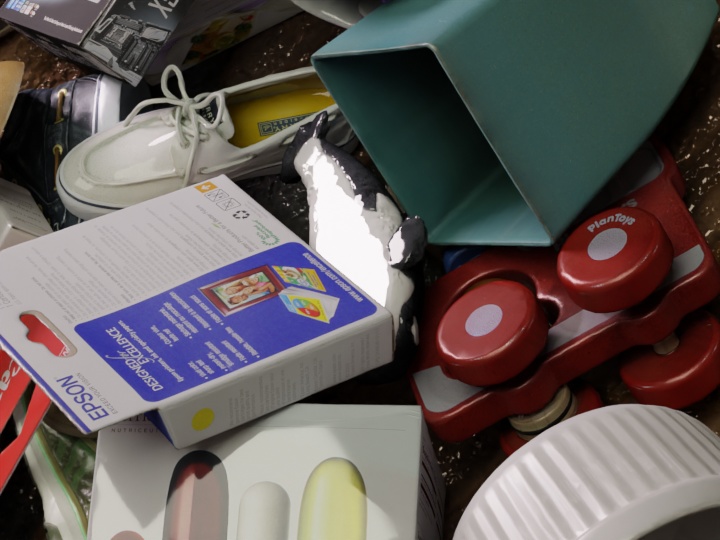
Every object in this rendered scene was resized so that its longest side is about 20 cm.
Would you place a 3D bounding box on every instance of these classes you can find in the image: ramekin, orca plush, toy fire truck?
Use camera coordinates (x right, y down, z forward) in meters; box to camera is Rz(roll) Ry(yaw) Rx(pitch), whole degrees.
[{"bbox_3d":[0.141,0.166,1.532,0.200,0.200,0.105,-39,48,3],"label":"ramekin"},{"bbox_3d":[0.000,0.000,1.706,0.105,0.071,0.200,-44,44,7],"label":"orca plush"},{"bbox_3d":[0.117,0.016,1.668,0.200,0.112,0.168,-30,35,8],"label":"toy fire truck"}]

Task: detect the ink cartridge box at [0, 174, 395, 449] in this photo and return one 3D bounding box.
[{"bbox_3d":[-0.114,0.028,1.619,0.199,0.047,0.198,-22,38,-24],"label":"ink cartridge box"}]

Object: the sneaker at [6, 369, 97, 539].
[{"bbox_3d":[-0.160,0.123,1.758,0.088,0.077,0.201,-20,65,-2],"label":"sneaker"}]

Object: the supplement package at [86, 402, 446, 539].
[{"bbox_3d":[-0.054,0.191,1.605,0.190,0.147,0.201,0,67,8],"label":"supplement package"}]

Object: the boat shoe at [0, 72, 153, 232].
[{"bbox_3d":[-0.189,-0.037,1.836,0.091,0.071,0.201,-10,58,21],"label":"boat shoe"}]

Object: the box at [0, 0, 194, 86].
[{"bbox_3d":[-0.151,-0.208,1.840,0.158,0.050,0.200,-56,24,-3],"label":"box"}]

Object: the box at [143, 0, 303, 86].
[{"bbox_3d":[-0.065,-0.186,1.862,0.199,0.039,0.042,-26,60,11],"label":"box"}]

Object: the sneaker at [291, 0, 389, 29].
[{"bbox_3d":[0.047,-0.191,1.763,0.199,0.073,0.115,-2,44,1],"label":"sneaker"}]

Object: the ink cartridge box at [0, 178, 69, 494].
[{"bbox_3d":[-0.249,0.060,1.758,0.200,0.045,0.176,-60,32,12],"label":"ink cartridge box"}]

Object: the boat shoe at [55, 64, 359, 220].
[{"bbox_3d":[-0.095,-0.089,1.765,0.201,0.086,0.075,-12,61,-8],"label":"boat shoe"}]

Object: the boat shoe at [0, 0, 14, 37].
[{"bbox_3d":[-0.233,-0.252,1.943,0.074,0.073,0.200,26,79,30],"label":"boat shoe"}]

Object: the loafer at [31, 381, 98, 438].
[{"bbox_3d":[-0.108,0.044,1.732,0.199,0.068,0.076,-18,57,-8],"label":"loafer"}]

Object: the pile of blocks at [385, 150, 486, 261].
[{"bbox_3d":[0.043,-0.106,1.767,0.082,0.062,0.201,-17,62,15],"label":"pile of blocks"}]

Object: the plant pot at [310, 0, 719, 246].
[{"bbox_3d":[0.107,-0.132,1.678,0.200,0.142,0.141,-42,20,-23],"label":"plant pot"}]

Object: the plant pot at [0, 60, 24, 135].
[{"bbox_3d":[-0.276,-0.052,1.820,0.027,0.200,0.201,29,77,-14],"label":"plant pot"}]
